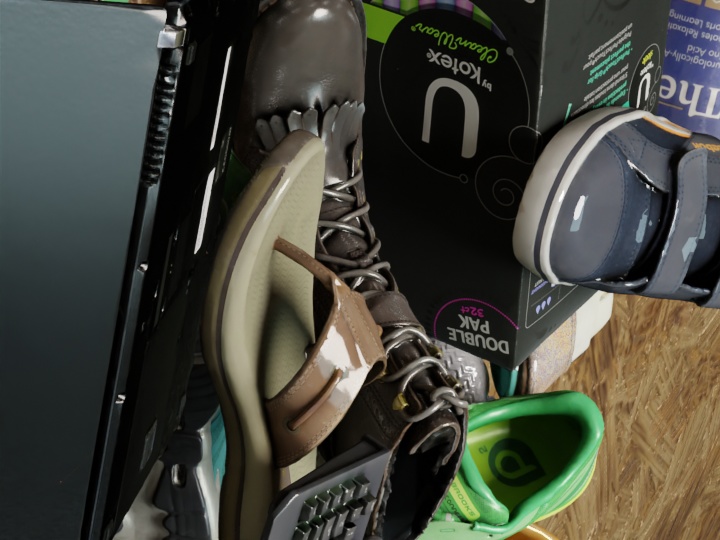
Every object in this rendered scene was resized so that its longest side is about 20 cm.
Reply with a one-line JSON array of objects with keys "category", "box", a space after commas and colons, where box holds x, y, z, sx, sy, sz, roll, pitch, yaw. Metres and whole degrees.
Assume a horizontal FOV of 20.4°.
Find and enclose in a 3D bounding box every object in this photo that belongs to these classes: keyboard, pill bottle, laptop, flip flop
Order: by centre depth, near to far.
[{"category": "laptop", "box": [-0.106, -0.008, 0.580, 0.200, 0.102, 0.179, -67, 171, -70]}, {"category": "flip flop", "box": [-0.019, 0.044, 0.729, 0.081, 0.057, 0.202, -45, 140, -61]}, {"category": "keyboard", "box": [-0.025, 0.155, 0.745, 0.127, 0.020, 0.202, -25, 136, -62]}, {"category": "pill bottle", "box": [0.195, -0.105, 1.176, 0.111, 0.110, 0.202, -20, 127, -53]}]

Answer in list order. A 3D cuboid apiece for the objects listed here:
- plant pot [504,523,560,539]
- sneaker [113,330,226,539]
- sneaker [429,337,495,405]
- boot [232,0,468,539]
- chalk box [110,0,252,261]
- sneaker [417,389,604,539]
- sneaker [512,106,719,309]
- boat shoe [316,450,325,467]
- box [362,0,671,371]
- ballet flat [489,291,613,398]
[{"category": "plant pot", "box": [0.009, 0.224, 0.992, 0.199, 0.183, 0.202, 6, 77, -27]}, {"category": "sneaker", "box": [-0.088, 0.047, 0.868, 0.080, 0.077, 0.202, -72, 169, -67]}, {"category": "sneaker", "box": [0.031, 0.072, 1.038, 0.114, 0.075, 0.201, -51, 173, -40]}, {"category": "boot", "box": [0.000, 0.000, 0.798, 0.069, 0.175, 0.201, -14, 136, -20]}, {"category": "chalk box", "box": [-0.127, -0.029, 0.669, 0.201, 0.123, 0.125, -61, 152, -9]}, {"category": "sneaker", "box": [0.022, 0.101, 0.871, 0.199, 0.074, 0.084, -28, 164, -21]}, {"category": "sneaker", "box": [0.140, -0.025, 0.866, 0.199, 0.079, 0.079, -7, 118, -58]}, {"category": "boat shoe", "box": [-0.044, 0.094, 0.958, 0.071, 0.069, 0.201, 29, 85, -61]}, {"category": "box", "box": [0.046, -0.086, 0.895, 0.124, 0.148, 0.201, -38, 141, -43]}, {"category": "ballet flat", "box": [0.092, 0.001, 1.014, 0.201, 0.067, 0.069, -99, -166, -56]}]
